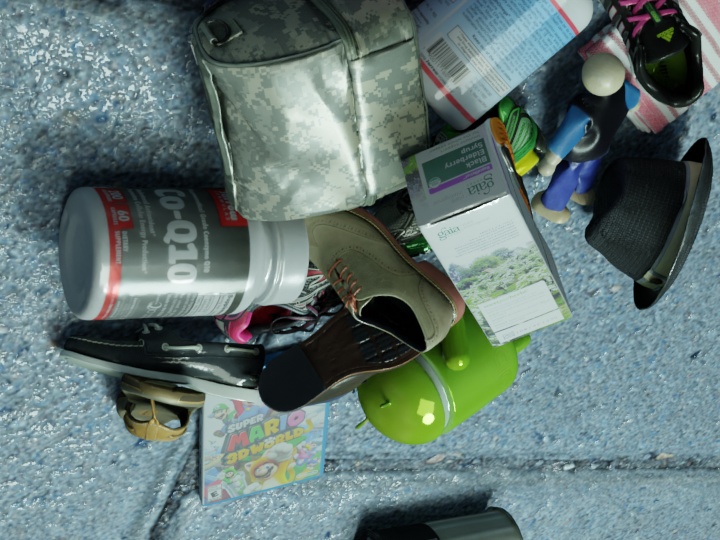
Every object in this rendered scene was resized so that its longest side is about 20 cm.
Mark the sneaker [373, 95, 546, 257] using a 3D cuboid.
[{"bbox_3d":[0.076,-0.092,1.383,0.200,0.078,0.085,-42,131,-1],"label":"sneaker"}]

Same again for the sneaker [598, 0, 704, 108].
[{"bbox_3d":[0.261,-0.227,1.314,0.074,0.088,0.200,-27,118,3],"label":"sneaker"}]

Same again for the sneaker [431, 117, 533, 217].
[{"bbox_3d":[0.107,-0.058,1.338,0.092,0.076,0.200,-15,138,10],"label":"sneaker"}]

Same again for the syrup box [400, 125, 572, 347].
[{"bbox_3d":[0.110,-0.025,1.246,0.078,0.082,0.200,-22,140,11],"label":"syrup box"}]

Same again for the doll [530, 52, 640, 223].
[{"bbox_3d":[0.213,-0.127,1.395,0.136,0.048,0.200,-34,154,-29],"label":"doll"}]

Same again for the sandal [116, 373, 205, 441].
[{"bbox_3d":[-0.195,0.136,1.378,0.080,0.054,0.200,13,164,-13],"label":"sandal"}]

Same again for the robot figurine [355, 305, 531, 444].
[{"bbox_3d":[0.080,0.102,1.504,0.200,0.116,0.176,-32,169,-30],"label":"robot figurine"}]

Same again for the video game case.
[{"bbox_3d":[-0.102,0.165,1.558,0.142,0.018,0.201,-11,134,-19],"label":"video game case"}]

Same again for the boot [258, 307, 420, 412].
[{"bbox_3d":[-0.011,0.079,1.423,0.199,0.075,0.097,-24,173,-9],"label":"boot"}]

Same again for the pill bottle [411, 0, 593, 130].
[{"bbox_3d":[0.126,-0.221,1.252,0.200,0.109,0.109,-39,137,10],"label":"pill bottle"}]

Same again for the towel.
[{"bbox_3d":[0.317,-0.235,1.410,0.200,0.030,0.146,-41,134,10],"label":"towel"}]

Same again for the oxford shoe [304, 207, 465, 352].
[{"bbox_3d":[0.000,0.000,1.341,0.075,0.200,0.071,-51,169,-47],"label":"oxford shoe"}]

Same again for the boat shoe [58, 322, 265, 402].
[{"bbox_3d":[-0.187,0.080,1.400,0.199,0.076,0.061,14,83,-26],"label":"boat shoe"}]

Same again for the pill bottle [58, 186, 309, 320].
[{"bbox_3d":[-0.154,-0.017,1.286,0.199,0.114,0.114,-2,131,-28],"label":"pill bottle"}]

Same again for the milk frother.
[{"bbox_3d":[0.080,0.394,1.812,0.187,0.181,0.200,-4,175,-26],"label":"milk frother"}]

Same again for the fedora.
[{"bbox_3d":[0.282,-0.058,1.484,0.091,0.201,0.201,19,125,-1],"label":"fedora"}]

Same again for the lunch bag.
[{"bbox_3d":[-0.046,-0.145,1.203,0.167,0.139,0.200,-24,139,-16],"label":"lunch bag"}]

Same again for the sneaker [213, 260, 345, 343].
[{"bbox_3d":[-0.048,0.023,1.411,0.199,0.075,0.081,-16,136,-17],"label":"sneaker"}]
